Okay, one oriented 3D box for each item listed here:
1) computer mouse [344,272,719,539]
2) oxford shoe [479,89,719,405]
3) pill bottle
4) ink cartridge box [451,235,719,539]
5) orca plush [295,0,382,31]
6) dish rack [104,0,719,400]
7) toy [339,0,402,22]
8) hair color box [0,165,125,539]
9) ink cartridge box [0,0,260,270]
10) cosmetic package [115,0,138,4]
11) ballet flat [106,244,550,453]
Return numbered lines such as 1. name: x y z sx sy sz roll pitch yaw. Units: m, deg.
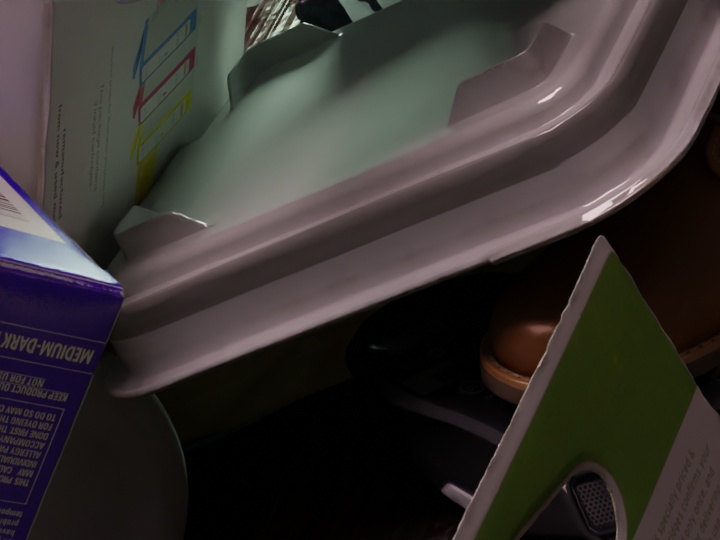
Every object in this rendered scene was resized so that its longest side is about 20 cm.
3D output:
1. computer mouse: 0.048 0.067 0.800 0.140 0.046 0.200 -28 33 -31
2. oxford shoe: 0.103 -0.032 0.841 0.071 0.072 0.200 23 49 41
3. pill bottle: -0.144 0.050 0.953 0.116 0.116 0.200 -40 30 -13
4. ink cartridge box: 0.041 0.116 0.594 0.075 0.200 0.148 -8 38 37
5. orca plush: -0.010 -0.073 1.048 0.199 0.071 0.105 -24 31 16
6. dish rack: 0.014 -0.046 0.858 0.199 0.044 0.172 -23 22 31
7. toy: 0.087 -0.115 0.936 0.199 0.115 0.048 -6 69 18
8. hair color box: -0.140 0.066 0.769 0.109 0.065 0.201 42 111 51
9. ink cartridge box: -0.115 -0.079 0.903 0.128 0.126 0.200 13 29 12
10. cosmetic package: -0.028 -0.155 0.817 0.101 0.072 0.200 -19 27 8
11. ballet flat: 0.000 0.000 0.940 0.199 0.063 0.069 -24 29 15
